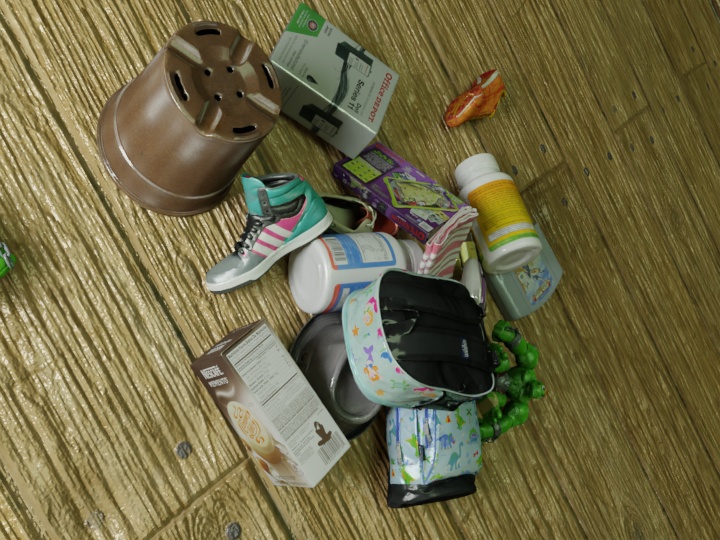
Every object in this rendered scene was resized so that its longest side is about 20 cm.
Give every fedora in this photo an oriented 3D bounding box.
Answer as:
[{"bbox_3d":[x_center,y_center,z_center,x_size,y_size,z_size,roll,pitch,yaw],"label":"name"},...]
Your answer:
[{"bbox_3d":[-0.013,0.145,0.917,0.177,0.090,0.201,44,55,-18],"label":"fedora"}]

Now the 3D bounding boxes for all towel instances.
[{"bbox_3d":[0.121,0.008,0.997,0.030,0.202,0.146,27,39,18],"label":"towel"}]

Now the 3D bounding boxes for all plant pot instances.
[{"bbox_3d":[-0.209,-0.194,0.804,0.198,0.197,0.204,11,70,-32],"label":"plant pot"}]

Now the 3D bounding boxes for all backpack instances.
[{"bbox_3d":[0.109,0.237,0.960,0.161,0.153,0.203,11,57,-40],"label":"backpack"},{"bbox_3d":[0.064,0.094,0.837,0.198,0.150,0.180,17,53,-44],"label":"backpack"}]

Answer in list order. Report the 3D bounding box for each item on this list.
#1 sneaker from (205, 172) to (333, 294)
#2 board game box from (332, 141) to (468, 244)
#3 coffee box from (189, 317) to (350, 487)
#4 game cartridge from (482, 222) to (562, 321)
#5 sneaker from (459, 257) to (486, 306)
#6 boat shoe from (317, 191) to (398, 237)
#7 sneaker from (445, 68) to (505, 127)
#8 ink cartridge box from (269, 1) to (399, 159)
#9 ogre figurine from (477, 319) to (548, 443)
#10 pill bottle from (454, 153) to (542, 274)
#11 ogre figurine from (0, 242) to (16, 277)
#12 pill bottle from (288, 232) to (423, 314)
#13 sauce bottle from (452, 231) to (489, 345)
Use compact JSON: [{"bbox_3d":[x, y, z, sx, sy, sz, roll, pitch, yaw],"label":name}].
[{"bbox_3d":[-0.140,-0.066,0.849,0.199,0.083,0.122,-36,120,-17],"label":"sneaker"},{"bbox_3d":[0.064,-0.130,1.028,0.199,0.033,0.120,39,52,21],"label":"board game box"},{"bbox_3d":[-0.117,0.173,0.818,0.080,0.114,0.202,-39,99,-37],"label":"coffee box"},{"bbox_3d":[0.323,0.006,1.245,0.199,0.041,0.134,-37,95,-38],"label":"game cartridge"},{"bbox_3d":[0.153,0.075,1.046,0.075,0.098,0.204,34,66,-76],"label":"sneaker"},{"bbox_3d":[-0.012,-0.082,1.004,0.198,0.062,0.072,10,68,-35],"label":"boat shoe"},{"bbox_3d":[0.236,-0.329,1.258,0.200,0.072,0.078,-43,113,-34],"label":"sneaker"},{"bbox_3d":[-0.050,-0.298,1.011,0.198,0.083,0.148,31,58,-18],"label":"ink cartridge box"},{"bbox_3d":[0.255,0.193,1.098,0.118,0.097,0.204,8,75,-36],"label":"ogre figurine"},{"bbox_3d":[0.242,-0.106,1.156,0.110,0.111,0.203,0,62,-36],"label":"pill bottle"},{"bbox_3d":[-0.461,-0.007,0.623,0.198,0.098,0.122,-29,113,-24],"label":"ogre figurine"},{"bbox_3d":[0.000,0.000,0.957,0.197,0.112,0.114,-4,79,-37],"label":"pill bottle"},{"bbox_3d":[0.185,0.035,1.115,0.064,0.064,0.204,-2,79,-36],"label":"sauce bottle"}]
